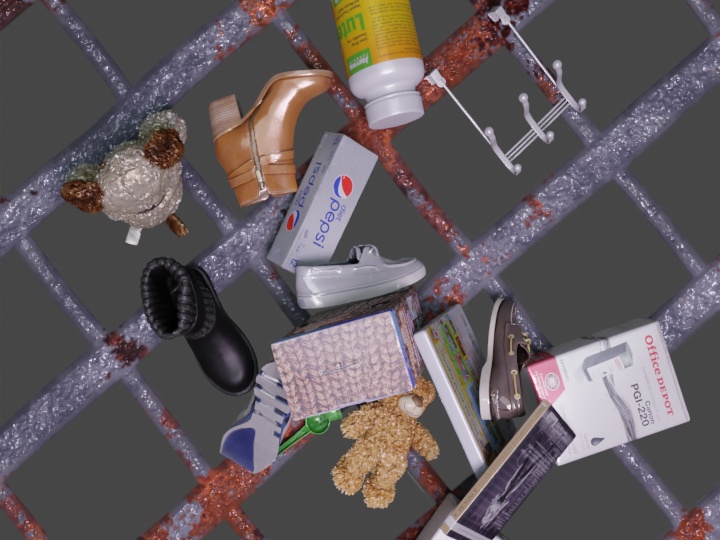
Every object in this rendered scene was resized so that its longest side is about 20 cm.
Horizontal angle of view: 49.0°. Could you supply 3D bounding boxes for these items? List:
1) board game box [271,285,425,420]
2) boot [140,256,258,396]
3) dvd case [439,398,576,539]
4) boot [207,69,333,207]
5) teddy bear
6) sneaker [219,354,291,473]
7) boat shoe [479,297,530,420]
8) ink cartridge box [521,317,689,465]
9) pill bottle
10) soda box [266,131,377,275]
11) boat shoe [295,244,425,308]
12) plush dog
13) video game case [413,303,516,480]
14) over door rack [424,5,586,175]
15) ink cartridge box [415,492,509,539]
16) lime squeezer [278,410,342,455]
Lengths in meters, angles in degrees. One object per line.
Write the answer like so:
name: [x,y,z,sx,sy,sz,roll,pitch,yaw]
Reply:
board game box: [-0.003,0.101,1.025,0.156,0.200,0.099,-16,94,13]
boot: [-0.218,0.082,1.070,0.079,0.158,0.213,-32,88,-1]
dvd case: [0.191,0.264,0.998,0.016,0.149,0.201,37,87,36]
boot: [-0.111,-0.188,1.124,0.196,0.074,0.158,-19,87,12]
teddy bear: [0.039,0.238,1.112,0.145,0.067,0.200,44,89,-1]
sneaker: [-0.116,0.183,1.109,0.080,0.115,0.201,31,118,4]
boat shoe: [0.200,0.116,1.067,0.058,0.202,0.073,-1,130,18]
ink cartridge box: [0.336,0.167,1.106,0.196,0.085,0.149,-18,89,-2]
pill bottle: [0.028,-0.309,1.105,0.109,0.111,0.205,-13,88,0]
soda box: [-0.054,-0.089,1.112,0.068,0.063,0.203,26,88,-32]
boat shoe: [0.000,0.000,1.093,0.196,0.072,0.070,-12,98,-18]
plush dog: [-0.303,-0.116,1.069,0.198,0.172,0.162,-35,89,-2]
video game case: [0.145,0.156,1.062,0.023,0.182,0.203,-24,89,23]
over door rack: [0.208,-0.260,1.126,0.147,0.067,0.200,-42,89,-2]
ink cartridge box: [0.163,0.435,1.097,0.199,0.086,0.149,38,88,0]
lime squeezer: [-0.059,0.204,1.100,0.200,0.070,0.038,-43,65,38]
